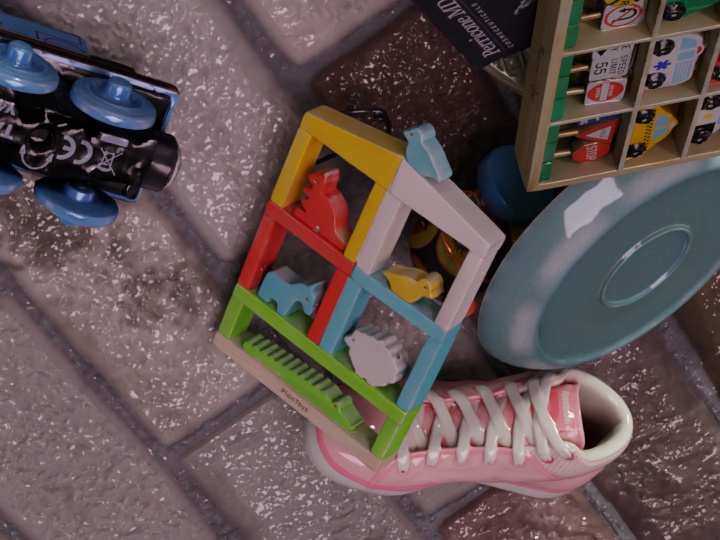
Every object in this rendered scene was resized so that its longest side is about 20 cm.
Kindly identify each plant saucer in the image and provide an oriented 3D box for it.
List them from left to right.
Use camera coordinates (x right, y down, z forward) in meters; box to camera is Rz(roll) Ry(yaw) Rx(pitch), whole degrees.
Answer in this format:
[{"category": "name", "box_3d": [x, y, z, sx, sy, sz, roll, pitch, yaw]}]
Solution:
[{"category": "plant saucer", "box_3d": [0.155, -0.009, 1.104, 0.200, 0.027, 0.200, -28, 151, -17]}]

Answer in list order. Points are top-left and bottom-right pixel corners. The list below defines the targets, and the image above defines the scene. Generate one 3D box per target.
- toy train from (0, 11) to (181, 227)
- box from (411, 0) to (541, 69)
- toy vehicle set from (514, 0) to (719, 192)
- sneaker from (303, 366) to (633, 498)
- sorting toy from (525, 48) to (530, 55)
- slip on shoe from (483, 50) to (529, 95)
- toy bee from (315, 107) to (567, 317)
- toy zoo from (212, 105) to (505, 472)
[{"category": "toy train", "box_3d": [-0.190, -0.091, 1.002, 0.200, 0.114, 0.087, 15, 114, -22]}, {"category": "box", "box_3d": [0.090, -0.211, 0.864, 0.197, 0.124, 0.200, -20, 155, 19]}, {"category": "toy vehicle set", "box_3d": [0.143, -0.106, 0.931, 0.124, 0.027, 0.200, -12, 155, -6]}, {"category": "sneaker", "box_3d": [0.072, 0.090, 1.169, 0.200, 0.075, 0.105, 8, 155, -26]}, {"category": "sorting toy", "box_3d": [0.145, -0.194, 1.021, 0.185, 0.036, 0.200, -35, 100, -7]}, {"category": "slip on shoe", "box_3d": [0.122, -0.124, 1.109, 0.200, 0.061, 0.074, 28, 95, -13]}, {"category": "toy bee", "box_3d": [0.068, -0.011, 1.120, 0.200, 0.109, 0.131, 3, 153, -10]}, {"category": "toy zoo", "box_3d": [0.000, 0.000, 1.084, 0.020, 0.131, 0.200, -28, 148, -51]}]
